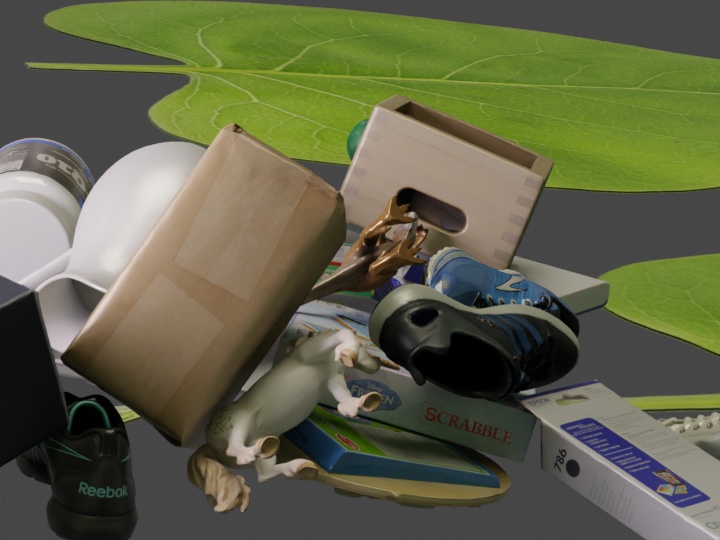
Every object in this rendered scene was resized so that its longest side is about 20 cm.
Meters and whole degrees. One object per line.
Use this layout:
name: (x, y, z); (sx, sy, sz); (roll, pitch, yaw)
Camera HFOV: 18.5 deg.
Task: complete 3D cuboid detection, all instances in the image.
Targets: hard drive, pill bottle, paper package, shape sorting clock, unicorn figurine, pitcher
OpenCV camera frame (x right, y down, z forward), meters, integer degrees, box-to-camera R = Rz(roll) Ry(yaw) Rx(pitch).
hard drive: (0.104, 0.007, 1.977); (0.199, 0.026, 0.132); (17, 19, 34)
pill bottle: (-0.293, -0.041, 1.945); (0.113, 0.115, 0.200); (6, 16, -5)
paper package: (-0.102, 0.016, 1.542); (0.103, 0.201, 0.191); (34, -4, 4)
shape sorting clock: (0.009, 0.134, 1.585); (0.199, 0.039, 0.200); (16, 8, -2)
unicorn figurine: (-0.039, 0.085, 1.494); (0.199, 0.074, 0.137); (-26, 15, -21)
pitcher: (-0.195, -0.012, 1.750); (0.171, 0.122, 0.200); (-2, 35, 30)

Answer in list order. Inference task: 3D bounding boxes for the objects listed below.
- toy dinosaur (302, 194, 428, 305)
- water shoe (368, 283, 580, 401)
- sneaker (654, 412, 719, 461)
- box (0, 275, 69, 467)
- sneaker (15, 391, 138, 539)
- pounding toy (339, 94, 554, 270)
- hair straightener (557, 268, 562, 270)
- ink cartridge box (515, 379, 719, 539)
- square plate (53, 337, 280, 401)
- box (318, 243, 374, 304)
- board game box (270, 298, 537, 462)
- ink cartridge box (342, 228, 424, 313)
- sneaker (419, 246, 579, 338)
toy dinosaur: (0.000, 0.000, 1.743); (0.200, 0.106, 0.061); (-26, 76, -44)
water shoe: (0.090, 0.068, 1.578); (0.199, 0.072, 0.079); (12, 31, -40)
sneaker: (0.275, 0.124, 1.665); (0.199, 0.085, 0.073); (13, 18, 27)
box: (-0.313, 0.079, 1.402); (0.199, 0.108, 0.148); (-31, 35, -31)
sneaker: (-0.185, 0.116, 1.495); (0.075, 0.080, 0.200); (1, 15, -20)
pounding toy: (0.049, -0.064, 1.933); (0.199, 0.143, 0.184); (23, 10, 4)
hair straightener: (0.122, 0.024, 2.028); (0.077, 0.041, 0.200); (17, 24, 33)
ink cartridge box: (0.205, 0.146, 1.575); (0.099, 0.039, 0.200); (-9, 34, -44)
square plate: (-0.145, 0.066, 1.788); (0.197, 0.029, 0.200); (8, 15, 5)
box: (-0.082, 0.004, 1.874); (0.117, 0.049, 0.200); (9, -12, -27)
board game box: (0.036, 0.080, 1.706); (0.199, 0.041, 0.200); (16, 9, 2)
ink cartridge box: (0.025, 0.020, 1.882); (0.037, 0.095, 0.200); (-38, 31, -18)
sneaker: (0.111, 0.032, 1.749); (0.089, 0.079, 0.200); (20, 9, 34)
